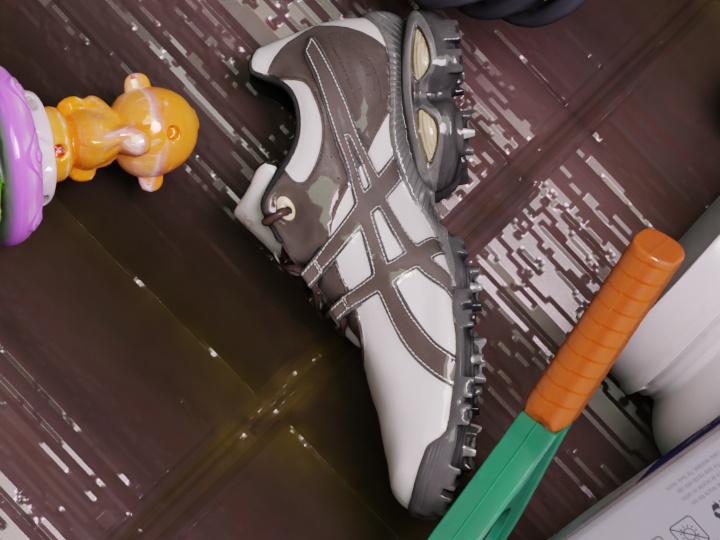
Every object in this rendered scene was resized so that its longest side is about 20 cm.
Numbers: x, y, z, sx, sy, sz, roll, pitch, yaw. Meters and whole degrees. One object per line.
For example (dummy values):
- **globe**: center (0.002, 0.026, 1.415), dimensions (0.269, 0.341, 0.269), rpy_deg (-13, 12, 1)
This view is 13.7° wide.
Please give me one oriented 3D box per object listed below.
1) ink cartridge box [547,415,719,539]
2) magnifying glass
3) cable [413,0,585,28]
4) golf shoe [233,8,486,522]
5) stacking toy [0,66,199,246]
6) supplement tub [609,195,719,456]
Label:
- **ink cartridge box**: center (0.157, 0.156, 1.082), dimensions (0.200, 0.196, 0.043), rpy_deg (50, 41, 0)
- **magnifying glass**: center (0.059, 0.069, 1.091), dimensions (0.022, 0.080, 0.201), rpy_deg (35, 116, 12)
- **cable**: center (0.076, -0.184, 1.149), dimensions (0.051, 0.163, 0.201), rpy_deg (46, 57, -39)
- **golf shoe**: center (0.000, 0.000, 1.141), dimensions (0.094, 0.078, 0.201), rpy_deg (-3, 72, -3)
- **stacking toy**: center (-0.154, -0.041, 1.112), dimensions (0.199, 0.110, 0.117), rpy_deg (-11, 97, -22)
- **supplement tub**: center (0.200, 0.053, 1.123), dimensions (0.200, 0.144, 0.145), rpy_deg (42, 77, -1)
